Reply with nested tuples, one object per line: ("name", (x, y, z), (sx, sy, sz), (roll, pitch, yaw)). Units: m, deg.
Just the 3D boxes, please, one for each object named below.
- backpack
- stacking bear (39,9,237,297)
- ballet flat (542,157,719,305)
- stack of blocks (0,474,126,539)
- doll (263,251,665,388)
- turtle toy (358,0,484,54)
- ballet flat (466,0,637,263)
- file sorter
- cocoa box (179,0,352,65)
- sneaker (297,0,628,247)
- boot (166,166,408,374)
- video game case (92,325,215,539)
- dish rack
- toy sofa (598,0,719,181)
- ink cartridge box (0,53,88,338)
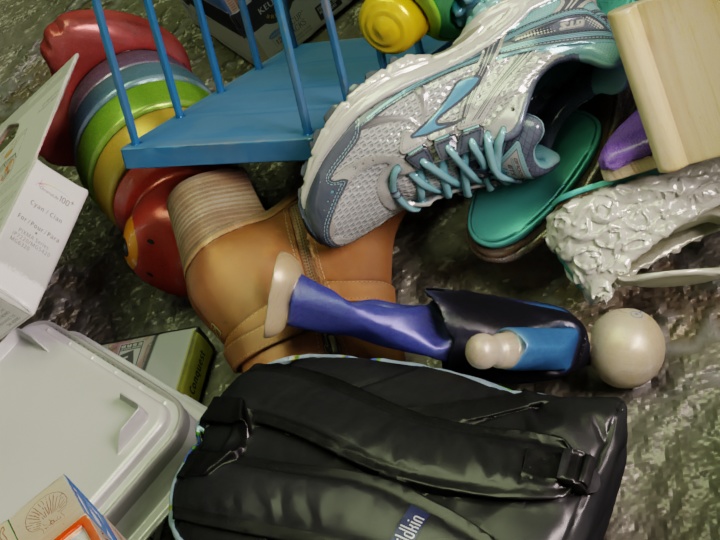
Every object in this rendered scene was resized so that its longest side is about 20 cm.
("backpack", (0.007, 0.117, 0.683), (0.198, 0.154, 0.164), (17, 63, 18))
("stacking bear", (-0.130, -0.064, 0.968), (0.112, 0.122, 0.201), (-7, 45, -26))
("ballet flat", (0.193, -0.032, 0.759), (0.198, 0.072, 0.072), (-20, 41, 6))
("stack of blocks", (-0.072, 0.188, 0.602), (0.058, 0.201, 0.115), (-38, 39, -8))
("doll", (0.053, 0.030, 0.739), (0.197, 0.136, 0.049), (10, 91, -1))
("turtle toy", (0.066, -0.214, 0.829), (0.100, 0.202, 0.146), (13, 39, 23))
("ballet flat", (0.126, -0.082, 0.839), (0.068, 0.067, 0.202), (22, 78, 36))
("file sorter", (-0.047, -0.155, 0.896), (0.137, 0.124, 0.200), (-1, 25, 32))
("cocoa box", (-0.054, -0.275, 1.105), (0.199, 0.132, 0.133), (-40, 40, -9))
("sneaker", (0.055, -0.075, 0.783), (0.199, 0.078, 0.087), (-40, 58, 1))
("boot", (0.000, 0.000, 0.848), (0.198, 0.074, 0.156), (-18, 56, -15))
("video game case", (-0.193, 0.123, 0.883), (0.198, 0.026, 0.182), (-11, 45, 25))
("dish rack", (-0.189, 0.109, 0.843), (0.199, 0.044, 0.172), (22, 66, 46))
("toy sofa", (0.179, -0.122, 0.775), (0.097, 0.084, 0.200), (-12, 17, 30))
("ink cartridge box", (-0.239, -0.024, 0.970), (0.199, 0.044, 0.178), (-29, 37, 48))
